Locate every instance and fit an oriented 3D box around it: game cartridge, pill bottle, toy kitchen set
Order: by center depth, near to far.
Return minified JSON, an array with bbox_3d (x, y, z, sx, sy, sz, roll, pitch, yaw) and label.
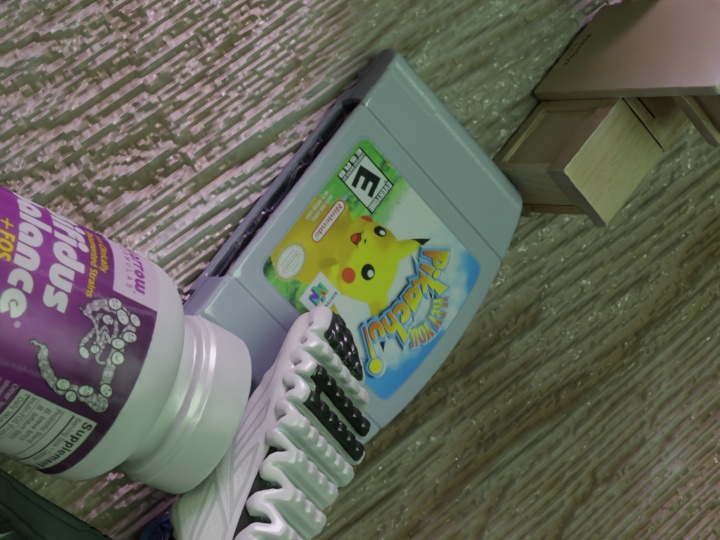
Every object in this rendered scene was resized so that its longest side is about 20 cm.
[{"bbox_3d":[-0.152,0.029,0.944,0.199,0.112,0.113,27,78,-29],"label":"pill bottle"},{"bbox_3d":[0.000,0.000,1.083,0.133,0.040,0.201,47,68,-28],"label":"game cartridge"},{"bbox_3d":[0.219,-0.069,1.133,0.181,0.163,0.200,47,71,-22],"label":"toy kitchen set"}]

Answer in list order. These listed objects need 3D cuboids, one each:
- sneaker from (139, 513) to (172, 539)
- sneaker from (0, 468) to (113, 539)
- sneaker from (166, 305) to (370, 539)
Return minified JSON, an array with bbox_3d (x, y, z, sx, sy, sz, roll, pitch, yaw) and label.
[{"bbox_3d":[-0.045,0.211,1.014,0.070,0.078,0.200,-30,65,-32],"label":"sneaker"},{"bbox_3d":[-0.178,0.153,0.961,0.199,0.060,0.105,37,68,-30],"label":"sneaker"},{"bbox_3d":[-0.051,0.103,0.990,0.075,0.080,0.201,56,41,-44],"label":"sneaker"}]
